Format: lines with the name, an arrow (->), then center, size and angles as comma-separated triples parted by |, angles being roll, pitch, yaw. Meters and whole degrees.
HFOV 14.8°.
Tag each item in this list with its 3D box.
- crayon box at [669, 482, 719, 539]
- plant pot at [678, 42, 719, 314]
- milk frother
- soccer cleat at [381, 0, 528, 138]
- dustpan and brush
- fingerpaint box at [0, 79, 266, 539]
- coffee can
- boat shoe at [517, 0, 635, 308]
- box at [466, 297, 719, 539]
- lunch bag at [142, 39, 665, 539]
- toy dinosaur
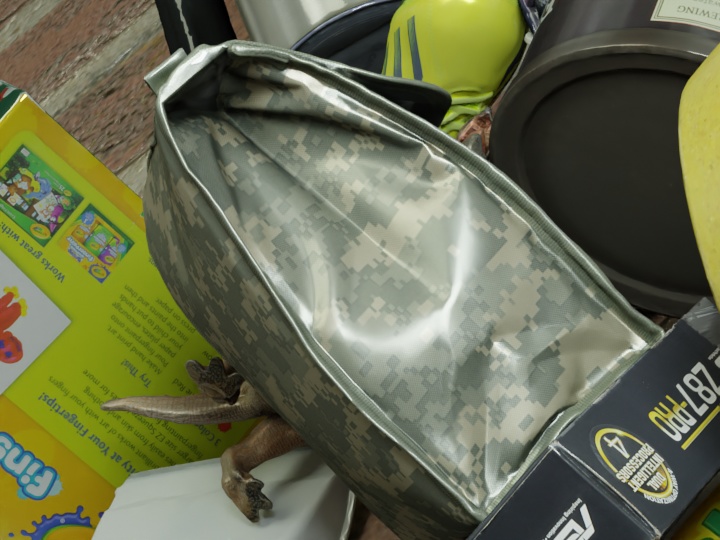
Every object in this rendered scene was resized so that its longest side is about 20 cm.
crayon box -> 0.132, 0.138, 0.843 | 0.200, 0.058, 0.173 | -49, 23, -2
plant pot -> 0.175, -0.026, 0.805 | 0.141, 0.200, 0.201 | -17, 34, 21
milk frother -> 0.003, -0.164, 1.460 | 0.181, 0.199, 0.189 | -56, 47, 49
soccer cleat -> 0.031, -0.063, 1.268 | 0.200, 0.064, 0.084 | 122, 155, -60
dustpan and brush -> -0.079, 0.168, 1.181 | 0.139, 0.057, 0.200 | -12, 34, 36
fingerpaint box -> -0.147, 0.039, 1.298 | 0.167, 0.200, 0.073 | -51, 23, -6
coffee can -> 0.148, -0.101, 1.076 | 0.146, 0.146, 0.201 | -23, 33, 44
boat shoe -> 0.099, -0.073, 1.182 | 0.075, 0.093, 0.201 | -30, 29, 36
box -> 0.047, 0.112, 0.905 | 0.200, 0.049, 0.161 | -53, -8, 26
lunch bag -> 0.000, 0.000, 1.041 | 0.118, 0.200, 0.164 | -45, -3, -12
toy dinosaur -> -0.009, 0.026, 1.196 | 0.199, 0.086, 0.136 | -28, 19, 27
